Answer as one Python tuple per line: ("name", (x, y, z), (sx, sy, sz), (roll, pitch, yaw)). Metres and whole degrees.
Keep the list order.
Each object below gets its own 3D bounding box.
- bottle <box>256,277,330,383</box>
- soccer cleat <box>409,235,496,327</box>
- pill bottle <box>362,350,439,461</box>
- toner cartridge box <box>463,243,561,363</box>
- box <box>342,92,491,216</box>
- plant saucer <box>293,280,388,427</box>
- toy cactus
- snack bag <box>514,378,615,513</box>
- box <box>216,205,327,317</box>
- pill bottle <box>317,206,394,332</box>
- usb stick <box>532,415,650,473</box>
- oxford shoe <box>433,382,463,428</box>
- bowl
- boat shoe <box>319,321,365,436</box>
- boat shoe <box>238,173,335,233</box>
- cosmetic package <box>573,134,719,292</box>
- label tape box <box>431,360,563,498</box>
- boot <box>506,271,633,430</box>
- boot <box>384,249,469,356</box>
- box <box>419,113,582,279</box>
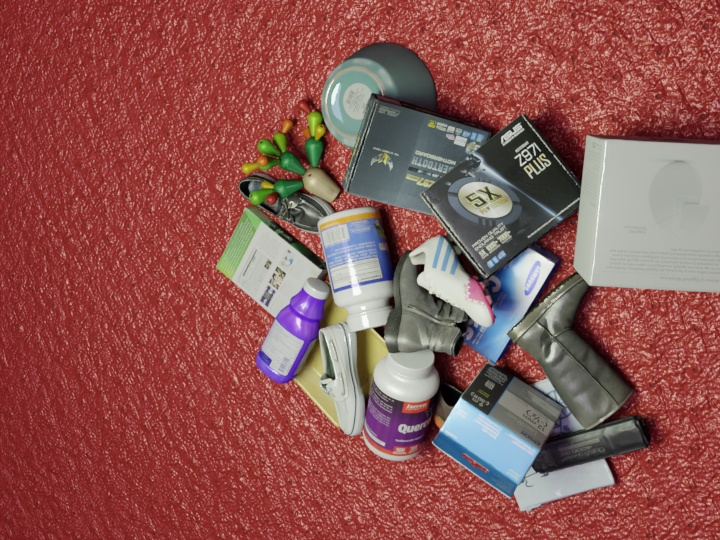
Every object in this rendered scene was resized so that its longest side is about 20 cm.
("bottle", (-0.116, 0.105, 1.562), (0.083, 0.065, 0.200), (36, 115, 18))
("soccer cleat", (0.143, 0.026, 1.387), (0.086, 0.070, 0.200), (-24, 47, -4))
("pill bottle", (0.071, 0.219, 1.483), (0.112, 0.112, 0.200), (26, 127, 23))
("toner cartridge box", (0.234, 0.043, 1.421), (0.095, 0.043, 0.200), (34, 114, 18))
("box", (0.088, -0.178, 1.392), (0.199, 0.051, 0.158), (14, 111, -15))
("plant saucer", (-0.040, 0.149, 1.593), (0.200, 0.048, 0.200), (46, 118, 15))
("toy cactus", (-0.105, -0.184, 1.531), (0.165, 0.102, 0.200), (36, 76, -9))
("snack bag", (0.306, 0.285, 1.441), (0.188, 0.021, 0.200), (-27, 85, 31))
("box", (-0.167, -0.007, 1.642), (0.200, 0.036, 0.145), (39, 116, 16))
("pill bottle", (0.000, 0.000, 1.491), (0.112, 0.112, 0.201), (-16, 85, 31))
("usb stick", (0.358, 0.276, 1.378), (0.200, 0.033, 0.056), (-24, 94, 32))
("oxford shoe", (0.187, 0.252, 1.432), (0.200, 0.071, 0.073), (28, 132, 47))
("bowl", (0.014, -0.277, 1.447), (0.200, 0.105, 0.201), (7, 103, 29))
("boat shoe", (-0.042, 0.192, 1.526), (0.074, 0.067, 0.201), (-9, 87, 61))
("boat shoe", (-0.138, -0.122, 1.584), (0.200, 0.066, 0.070), (32, 114, 20))
("cosmetic package", (0.414, -0.082, 1.212), (0.199, 0.123, 0.201), (4, 102, 2))
("label tape box", (0.214, 0.239, 1.345), (0.143, 0.200, 0.066), (33, 120, 13))
("boot", (0.350, 0.119, 1.354), (0.182, 0.073, 0.200), (-45, 82, 12))
("boot", (0.119, 0.055, 1.439), (0.131, 0.070, 0.200), (-1, 57, 18))
("box", (0.219, -0.109, 1.332), (0.200, 0.086, 0.164), (-37, 82, 6))
